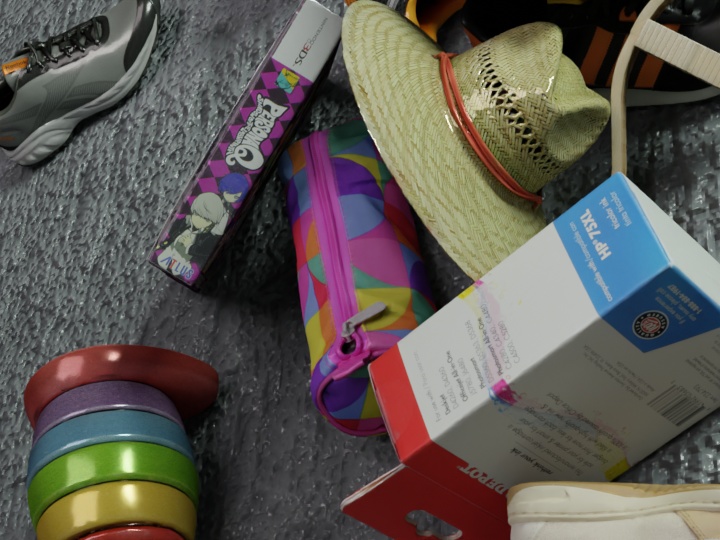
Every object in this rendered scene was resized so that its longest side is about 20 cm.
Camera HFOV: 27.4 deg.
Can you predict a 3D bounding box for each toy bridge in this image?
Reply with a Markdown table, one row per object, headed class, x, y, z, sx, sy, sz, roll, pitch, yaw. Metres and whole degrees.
| class | x | y | z | sx | sy | sz | roll | pitch | yaw |
| --- | --- | --- | --- | --- | --- | --- | --- | --- | --- |
| toy bridge | 0.172 | -0.111 | 0.769 | 0.067 | 0.027 | 0.201 | 29 | 101 | 15 |

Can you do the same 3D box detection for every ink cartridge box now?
| class | x | y | z | sx | sy | sz | roll | pitch | yaw |
| --- | --- | --- | --- | --- | --- | --- | --- | --- | --- |
| ink cartridge box | 0.088 | 0.058 | 0.726 | 0.200 | 0.116 | 0.067 | -38 | 44 | 19 |

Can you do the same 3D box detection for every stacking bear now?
| class | x | y | z | sx | sy | sz | roll | pitch | yaw |
| --- | --- | --- | --- | --- | --- | --- | --- | --- | --- |
| stacking bear | -0.145 | 0.156 | 0.901 | 0.121 | 0.113 | 0.201 | -33 | 50 | 24 |

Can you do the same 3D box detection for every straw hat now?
| class | x | y | z | sx | sy | sz | roll | pitch | yaw |
| --- | --- | --- | --- | --- | --- | --- | --- | --- | --- |
| straw hat | 0.081 | -0.083 | 0.767 | 0.085 | 0.201 | 0.202 | -30 | 47 | 23 |

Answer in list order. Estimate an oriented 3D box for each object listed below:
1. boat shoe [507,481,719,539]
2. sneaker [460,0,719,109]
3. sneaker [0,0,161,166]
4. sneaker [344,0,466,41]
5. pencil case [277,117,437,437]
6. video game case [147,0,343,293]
| class | x | y | z | sx | sy | sz | roll | pitch | yaw |
| --- | --- | --- | --- | --- | --- | --- | --- | --- | --- |
| boat shoe | 0.153 | 0.132 | 0.657 | 0.199 | 0.073 | 0.070 | -7 | 73 | 42 |
| sneaker | 0.146 | -0.139 | 0.819 | 0.199 | 0.090 | 0.070 | -9 | 59 | 40 |
| sneaker | -0.243 | -0.166 | 1.225 | 0.200 | 0.079 | 0.074 | -37 | 42 | 19 |
| sneaker | 0.078 | -0.225 | 0.963 | 0.200 | 0.078 | 0.077 | -46 | 55 | 16 |
| pencil case | 0.000 | 0.000 | 0.876 | 0.088 | 0.088 | 0.201 | -34 | 44 | 23 |
| video game case | -0.073 | -0.072 | 0.946 | 0.182 | 0.036 | 0.200 | -60 | 3 | -5 |
